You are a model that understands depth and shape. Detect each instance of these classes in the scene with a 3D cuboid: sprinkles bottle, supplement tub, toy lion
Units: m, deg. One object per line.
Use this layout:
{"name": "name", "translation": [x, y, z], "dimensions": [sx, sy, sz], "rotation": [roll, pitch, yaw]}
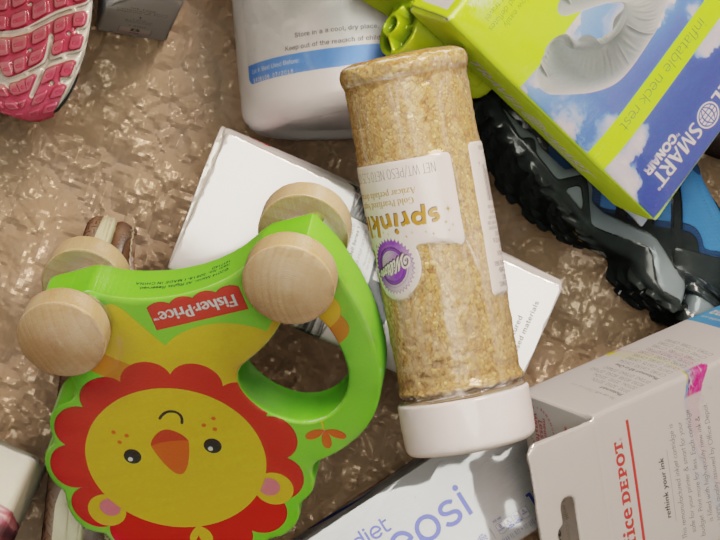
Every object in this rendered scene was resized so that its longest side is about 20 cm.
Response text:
{"name": "sprinkles bottle", "translation": [0.039, -0.009, 1.290], "dimensions": [0.068, 0.068, 0.202], "rotation": [-10, 92, -5]}
{"name": "supplement tub", "translation": [-0.010, -0.180, 1.423], "dimensions": [0.131, 0.132, 0.202], "rotation": [-4, 85, -5]}
{"name": "toy lion", "translation": [-0.076, 0.067, 1.325], "dimensions": [0.199, 0.069, 0.193], "rotation": [-14, 120, 17]}

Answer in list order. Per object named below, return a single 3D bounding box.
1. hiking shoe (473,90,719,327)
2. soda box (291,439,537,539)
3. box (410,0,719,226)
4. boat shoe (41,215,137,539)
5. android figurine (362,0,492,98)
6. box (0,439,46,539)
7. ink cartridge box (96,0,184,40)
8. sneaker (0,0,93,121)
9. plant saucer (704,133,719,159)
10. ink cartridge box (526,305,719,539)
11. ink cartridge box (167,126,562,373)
{"name": "hiking shoe", "translation": [0.143, -0.051, 1.441], "dimensions": [0.200, 0.074, 0.087], "rotation": [41, 78, -23]}
{"name": "soda box", "translation": [0.014, 0.157, 1.424], "dimensions": [0.199, 0.063, 0.069], "rotation": [-33, 89, -7]}
{"name": "box", "translation": [0.132, -0.120, 1.342], "dimensions": [0.200, 0.048, 0.122], "rotation": [40, 84, -31]}
{"name": "boat shoe", "translation": [-0.132, 0.073, 1.421], "dimensions": [0.074, 0.075, 0.204], "rotation": [6, 95, -6]}
{"name": "android figurine", "translation": [0.057, -0.181, 1.370], "dimensions": [0.199, 0.041, 0.183], "rotation": [28, 64, -36]}
{"name": "box", "translation": [-0.268, 0.169, 1.379], "dimensions": [0.127, 0.109, 0.201], "rotation": [23, 83, -1]}
{"name": "ink cartridge box", "translation": [-0.107, -0.223, 1.385], "dimensions": [0.057, 0.200, 0.164], "rotation": [7, 83, -6]}
{"name": "sneaker", "translation": [-0.173, -0.182, 1.429], "dimensions": [0.080, 0.075, 0.202], "rotation": [-1, 80, 18]}
{"name": "plant saucer", "translation": [0.249, -0.141, 1.430], "dimensions": [0.199, 0.032, 0.201], "rotation": [-8, 124, -12]}
{"name": "ink cartridge box", "translation": [0.157, 0.104, 1.385], "dimensions": [0.199, 0.068, 0.116], "rotation": [-21, 111, -29]}
{"name": "ink cartridge box", "translation": [0.000, 0.000, 1.396], "dimensions": [0.199, 0.146, 0.085], "rotation": [24, 91, -1]}
